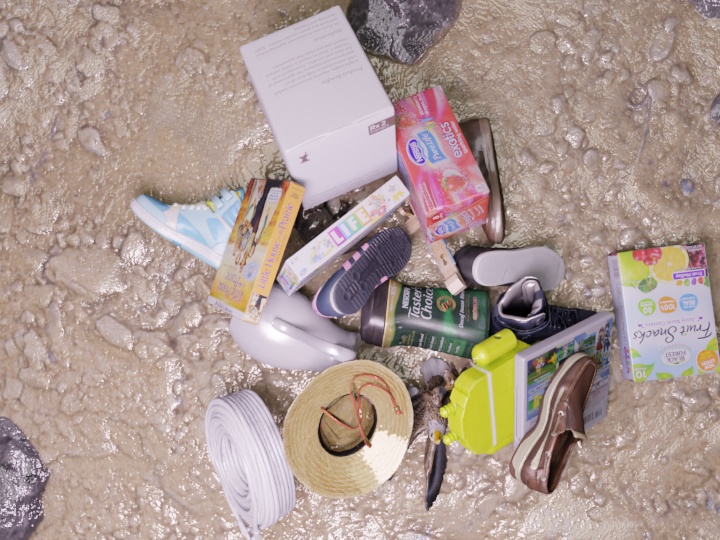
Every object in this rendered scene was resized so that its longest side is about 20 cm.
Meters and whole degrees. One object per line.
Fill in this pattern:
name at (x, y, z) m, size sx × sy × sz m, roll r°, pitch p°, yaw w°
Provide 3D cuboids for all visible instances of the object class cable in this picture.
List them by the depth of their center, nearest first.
cable at (-0.165, 0.278, 1.008) m, size 0.068 × 0.202 × 0.201 m, roll -16°, pitch 54°, yaw -32°

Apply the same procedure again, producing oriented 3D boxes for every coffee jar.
coffee jar at (0.098, 0.073, 1.056) m, size 0.195 × 0.086 × 0.106 m, roll 6°, pitch 57°, yaw 1°

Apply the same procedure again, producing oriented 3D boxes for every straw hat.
straw hat at (-0.021, 0.219, 0.992) m, size 0.197 × 0.085 × 0.206 m, roll -2°, pitch 98°, yaw -13°

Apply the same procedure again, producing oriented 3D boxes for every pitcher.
pitcher at (-0.096, 0.094, 1.022) m, size 0.197 × 0.172 × 0.123 m, roll 24°, pitch 79°, yaw 1°

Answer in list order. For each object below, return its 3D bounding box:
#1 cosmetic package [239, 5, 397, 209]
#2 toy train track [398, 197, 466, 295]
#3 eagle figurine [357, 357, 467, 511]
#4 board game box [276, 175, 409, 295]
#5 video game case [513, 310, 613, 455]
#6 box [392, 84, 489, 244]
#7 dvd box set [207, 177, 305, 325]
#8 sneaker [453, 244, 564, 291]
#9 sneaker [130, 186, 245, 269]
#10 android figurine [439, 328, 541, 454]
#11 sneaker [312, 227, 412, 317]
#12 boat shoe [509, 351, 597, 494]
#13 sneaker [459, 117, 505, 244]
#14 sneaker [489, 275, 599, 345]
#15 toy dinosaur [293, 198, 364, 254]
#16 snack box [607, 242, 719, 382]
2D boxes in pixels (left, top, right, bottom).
cosmetic package at (-0.057, -0.236, 1.003) m, size 0.162 × 0.166 × 0.203 m, roll -22°, pitch 67°, yaw -4°
toy train track at (0.107, -0.054, 1.048) m, size 0.114 × 0.032 × 0.203 m, roll -39°, pitch 58°, yaw 27°
eagle figurine at (0.102, 0.241, 1.036) m, size 0.151 × 0.150 × 0.202 m, roll 42°, pitch 106°, yaw 25°
board game box at (-0.028, -0.047, 0.975) m, size 0.199 × 0.134 × 0.034 m, roll -39°, pitch 90°, yaw -17°
video game case at (0.302, 0.175, 1.008) m, size 0.197 × 0.022 × 0.186 m, roll -19°, pitch 115°, yaw -30°
box at (0.109, -0.159, 1.016) m, size 0.101 × 0.095 × 0.203 m, roll -18°, pitch 65°, yaw 0°
dvd box set at (-0.155, -0.033, 0.986) m, size 0.029 × 0.145 × 0.204 m, roll 21°, pitch 87°, yaw -33°
sneaker at (0.229, -0.010, 1.076) m, size 0.197 × 0.099 × 0.072 m, roll 2°, pitch 98°, yaw -31°
sneaker at (-0.254, -0.096, 1.079) m, size 0.198 × 0.080 × 0.132 m, roll 31°, pitch 90°, yaw -8°
android figurine at (0.193, 0.180, 0.966) m, size 0.198 × 0.041 × 0.185 m, roll -25°, pitch 119°, yaw -27°
sneaker at (0.000, 0.000, 1.021) m, size 0.199 × 0.081 × 0.071 m, roll -39°, pitch 105°, yaw -40°
boat shoe at (0.289, 0.217, 0.951) m, size 0.074 × 0.074 × 0.205 m, roll 29°, pitch 87°, yaw -38°
sneaker at (0.186, -0.139, 1.088) m, size 0.074 × 0.070 × 0.205 m, roll -9°, pitch 83°, yaw 17°
sneaker at (0.293, 0.070, 1.027) m, size 0.198 × 0.147 × 0.078 m, roll -4°, pitch 58°, yaw 0°
toy dinosaur at (-0.062, -0.073, 1.087) m, size 0.199 × 0.077 × 0.103 m, roll 39°, pitch 100°, yaw -4°
snack box at (0.479, 0.065, 1.075) m, size 0.139 × 0.053 × 0.205 m, roll -7°, pitch 88°, yaw 2°
